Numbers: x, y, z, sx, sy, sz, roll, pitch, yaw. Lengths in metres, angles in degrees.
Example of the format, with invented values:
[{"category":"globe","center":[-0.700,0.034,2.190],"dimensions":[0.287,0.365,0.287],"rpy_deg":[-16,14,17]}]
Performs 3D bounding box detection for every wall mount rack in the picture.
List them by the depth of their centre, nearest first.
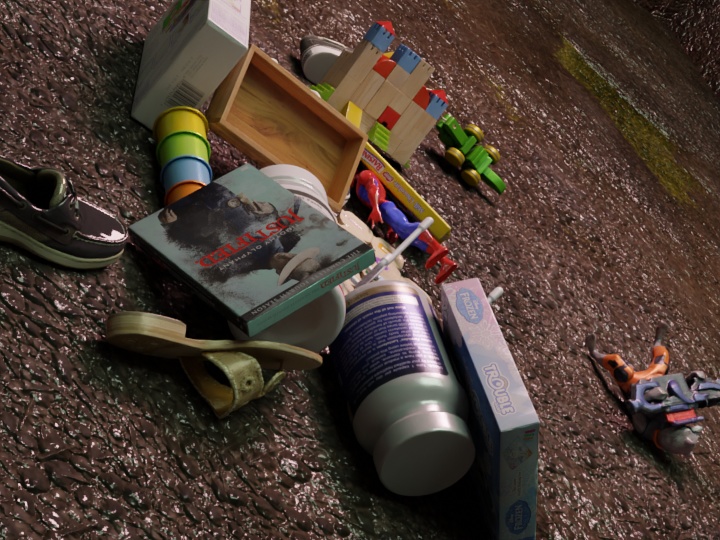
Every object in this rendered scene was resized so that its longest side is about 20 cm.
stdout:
[{"category":"wall mount rack","center":[0.075,0.025,1.657],"dimensions":[0.200,0.075,0.174],"rpy_deg":[46,23,2]}]

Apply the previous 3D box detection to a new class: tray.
[{"category":"tray","center":[-0.081,-0.156,1.653],"dimensions":[0.200,0.037,0.099],"rpy_deg":[35,68,-39]}]

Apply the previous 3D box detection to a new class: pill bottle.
[{"category":"pill bottle","center":[0.040,0.114,1.445],"dimensions":[0.116,0.116,0.200],"rpy_deg":[26,29,-34]},{"category":"pill bottle","center":[-0.076,-0.013,1.469],"dimensions":[0.114,0.114,0.200],"rpy_deg":[33,26,-24]}]

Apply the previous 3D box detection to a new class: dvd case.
[{"category":"dvd case","center":[-0.103,-0.024,1.371],"dimensions":[0.146,0.022,0.200],"rpy_deg":[-30,45,-25]}]

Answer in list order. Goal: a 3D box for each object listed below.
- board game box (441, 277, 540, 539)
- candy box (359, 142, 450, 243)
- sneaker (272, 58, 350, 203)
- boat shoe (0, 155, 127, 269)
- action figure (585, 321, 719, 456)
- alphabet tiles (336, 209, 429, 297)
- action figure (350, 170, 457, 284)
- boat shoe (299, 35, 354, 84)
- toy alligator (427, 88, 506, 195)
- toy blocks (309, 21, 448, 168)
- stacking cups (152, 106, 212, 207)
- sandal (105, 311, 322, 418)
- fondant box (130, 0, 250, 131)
[{"category":"board game box","center":[0.125,0.147,1.461],"dimensions":[0.043,0.199,0.200],"rpy_deg":[-11,43,-8]},{"category":"candy box","center":[0.038,-0.113,1.880],"dimensions":[0.200,0.026,0.102],"rpy_deg":[46,3,5]},{"category":"sneaker","center":[-0.072,-0.166,1.755],"dimensions":[0.200,0.079,0.078],"rpy_deg":[47,21,13]},{"category":"boat shoe","center":[-0.275,-0.056,1.284],"dimensions":[0.200,0.065,0.072],"rpy_deg":[21,31,-43]},{"category":"action figure","center":[0.407,0.162,1.972],"dimensions":[0.199,0.105,0.194],"rpy_deg":[1,48,-23]},{"category":"alphabet tiles","center":[0.000,0.000,1.690],"dimensions":[0.195,0.015,0.200],"rpy_deg":[40,24,-11]},{"category":"action figure","center":[0.037,-0.064,1.801],"dimensions":[0.200,0.052,0.065],"rpy_deg":[50,3,35]},{"category":"boat shoe","center":[0.002,-0.270,2.064],"dimensions":[0.200,0.071,0.064],"rpy_deg":[26,31,-32]},{"category":"toy alligator","center":[0.139,-0.185,2.146],"dimensions":[0.200,0.059,0.054],"rpy_deg":[49,-21,-21]},{"category":"toy blocks","center":[0.037,-0.238,1.954],"dimensions":[0.200,0.137,0.100],"rpy_deg":[35,5,-32]},{"category":"stacking cups","center":[-0.171,-0.083,1.505],"dimensions":[0.060,0.061,0.200],"rpy_deg":[26,32,-35]},{"category":"sandal","center":[-0.129,0.094,1.299],"dimensions":[0.211,0.078,0.070],"rpy_deg":[16,67,-35]},{"category":"fondant box","center":[-0.185,-0.252,1.646],"dimensions":[0.058,0.144,0.200],"rpy_deg":[33,26,-23]}]
